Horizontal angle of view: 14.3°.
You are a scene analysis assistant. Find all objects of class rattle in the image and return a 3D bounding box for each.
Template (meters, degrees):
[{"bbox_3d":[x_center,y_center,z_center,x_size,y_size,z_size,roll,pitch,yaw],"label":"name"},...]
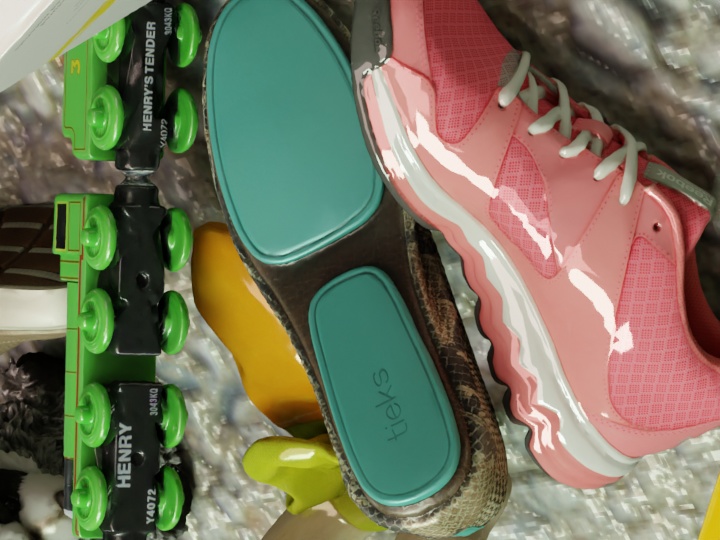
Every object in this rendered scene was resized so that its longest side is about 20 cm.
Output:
[{"bbox_3d":[-0.052,0.110,0.994,0.143,0.200,0.130,48,171,-35],"label":"rattle"}]

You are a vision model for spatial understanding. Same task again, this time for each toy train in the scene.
[{"bbox_3d":[-0.085,-0.002,0.996,0.056,0.042,0.200,3,91,60],"label":"toy train"}]

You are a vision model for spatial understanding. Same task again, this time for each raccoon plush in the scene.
[{"bbox_3d":[-0.147,0.126,1.131,0.097,0.134,0.200,37,135,7],"label":"raccoon plush"}]

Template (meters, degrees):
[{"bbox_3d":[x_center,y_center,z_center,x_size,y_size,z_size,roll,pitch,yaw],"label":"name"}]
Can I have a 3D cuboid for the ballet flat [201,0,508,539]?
[{"bbox_3d":[0.000,0.000,0.966,0.068,0.075,0.200,-26,71,14],"label":"ballet flat"}]

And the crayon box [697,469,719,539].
[{"bbox_3d":[0.182,0.048,0.892,0.119,0.058,0.200,26,133,18],"label":"crayon box"}]

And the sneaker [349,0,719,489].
[{"bbox_3d":[0.068,-0.027,0.927,0.087,0.074,0.200,-19,111,25],"label":"sneaker"}]

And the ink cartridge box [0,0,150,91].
[{"bbox_3d":[-0.094,-0.151,0.862,0.129,0.200,0.125,46,118,-1],"label":"ink cartridge box"}]

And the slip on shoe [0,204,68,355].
[{"bbox_3d":[-0.160,0.017,1.102,0.200,0.076,0.061,0,114,39],"label":"slip on shoe"}]
